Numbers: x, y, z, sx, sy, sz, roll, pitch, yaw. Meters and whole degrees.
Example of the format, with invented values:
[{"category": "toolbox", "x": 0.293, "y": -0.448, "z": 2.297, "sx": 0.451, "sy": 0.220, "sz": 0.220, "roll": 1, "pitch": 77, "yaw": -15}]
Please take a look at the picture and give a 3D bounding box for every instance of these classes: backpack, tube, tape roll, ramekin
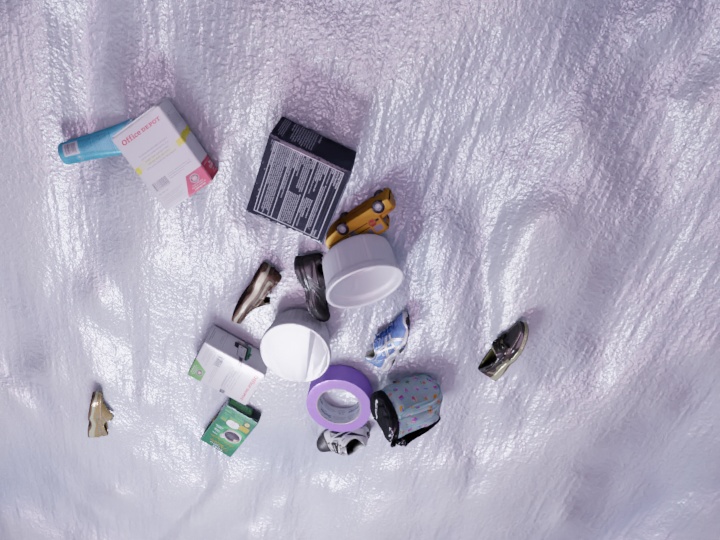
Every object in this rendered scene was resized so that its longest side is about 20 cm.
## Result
[{"category": "backpack", "x": 0.139, "y": 0.381, "z": 1.579, "sx": 0.194, "sy": 0.168, "sz": 0.130, "roll": -12, "pitch": 129, "yaw": -20}, {"category": "tube", "x": -0.619, "y": -0.300, "z": 1.341, "sx": 0.193, "sy": 0.051, "sz": 0.079, "roll": -11, "pitch": 122, "yaw": 6}, {"category": "tape roll", "x": -0.061, "y": 0.380, "z": 1.665, "sx": 0.192, "sy": 0.066, "sz": 0.206, "roll": 3, "pitch": 120, "yaw": 5}, {"category": "ramekin", "x": -0.172, "y": 0.200, "z": 1.554, "sx": 0.194, "sy": 0.095, "sz": 0.208, "roll": 3, "pitch": 121, "yaw": 5}, {"category": "ramekin", "x": 0.000, "y": 0.000, "z": 1.366, "sx": 0.194, "sy": 0.100, "sz": 0.202, "roll": -14, "pitch": 154, "yaw": -7}]

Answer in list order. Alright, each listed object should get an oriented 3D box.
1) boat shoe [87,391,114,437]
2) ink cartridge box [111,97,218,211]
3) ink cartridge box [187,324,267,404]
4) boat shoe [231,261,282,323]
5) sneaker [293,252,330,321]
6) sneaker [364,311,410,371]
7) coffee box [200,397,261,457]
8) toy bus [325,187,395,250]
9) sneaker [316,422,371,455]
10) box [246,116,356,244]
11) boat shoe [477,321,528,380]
[{"category": "boat shoe", "x": -0.832, "y": 0.463, "z": 1.813, "sx": 0.074, "sy": 0.073, "sz": 0.203, "roll": 9, "pitch": 130, "yaw": -16}, {"category": "ink cartridge box", "x": -0.448, "y": -0.269, "z": 1.306, "sx": 0.142, "sy": 0.084, "sz": 0.203, "roll": -28, "pitch": 114, "yaw": 12}, {"category": "ink cartridge box", "x": -0.378, "y": 0.276, "z": 1.628, "sx": 0.196, "sy": 0.085, "sz": 0.147, "roll": 31, "pitch": 120, "yaw": -12}, {"category": "boat shoe", "x": -0.276, "y": 0.076, "z": 1.506, "sx": 0.073, "sy": 0.076, "sz": 0.204, "roll": 28, "pitch": 120, "yaw": -18}, {"category": "sneaker", "x": -0.107, "y": 0.046, "z": 1.470, "sx": 0.088, "sy": 0.077, "sz": 0.205, "roll": -15, "pitch": 121, "yaw": 7}, {"category": "sneaker", "x": 0.076, "y": 0.193, "z": 1.529, "sx": 0.075, "sy": 0.077, "sz": 0.204, "roll": 20, "pitch": 120, "yaw": -11}, {"category": "coffee box", "x": -0.413, "y": 0.497, "z": 1.788, "sx": 0.121, "sy": 0.044, "sz": 0.201, "roll": 32, "pitch": 119, "yaw": -12}, {"category": "toy bus", "x": 0.003, "y": -0.114, "z": 1.363, "sx": 0.196, "sy": 0.066, "sz": 0.079, "roll": -30, "pitch": 114, "yaw": 22}, {"category": "sneaker", "x": -0.060, "y": 0.535, "z": 1.744, "sx": 0.196, "sy": 0.090, "sz": 0.075, "roll": -27, "pitch": 117, "yaw": 22}, {"category": "box", "x": -0.134, "y": -0.204, "z": 1.292, "sx": 0.193, "sy": 0.125, "sz": 0.203, "roll": 23, "pitch": 123, "yaw": -6}, {"category": "boat shoe", "x": 0.380, "y": 0.214, "z": 1.510, "sx": 0.064, "sy": 0.073, "sz": 0.204, "roll": 17, "pitch": 126, "yaw": -10}]
